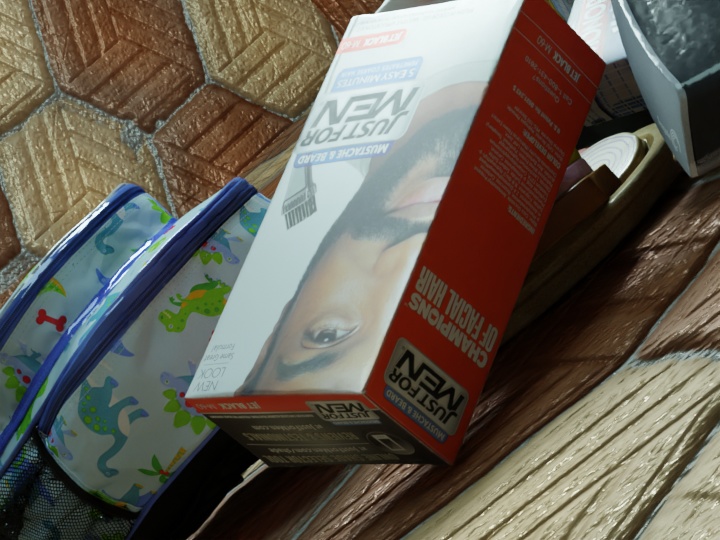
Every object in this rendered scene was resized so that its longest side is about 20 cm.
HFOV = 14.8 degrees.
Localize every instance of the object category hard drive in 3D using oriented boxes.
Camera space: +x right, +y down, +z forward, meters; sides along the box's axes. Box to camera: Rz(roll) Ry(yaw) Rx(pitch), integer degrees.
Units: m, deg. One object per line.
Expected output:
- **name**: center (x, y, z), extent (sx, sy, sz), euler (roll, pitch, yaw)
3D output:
- **hard drive**: center (0.166, -0.126, 1.157), extent (0.135, 0.042, 0.200), euler (-27, 30, 11)

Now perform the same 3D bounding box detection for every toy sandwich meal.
- **toy sandwich meal**: center (0.063, -0.020, 1.305), extent (0.205, 0.070, 0.205), euler (-41, 6, 5)

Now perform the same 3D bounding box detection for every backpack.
- **backpack**: center (-0.104, 0.047, 1.365), extent (0.200, 0.147, 0.183), euler (-51, -1, 42)

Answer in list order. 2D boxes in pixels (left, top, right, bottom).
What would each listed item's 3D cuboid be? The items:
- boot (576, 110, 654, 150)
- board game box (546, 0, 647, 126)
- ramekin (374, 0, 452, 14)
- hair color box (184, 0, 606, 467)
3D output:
- **boot**: center (0.123, -0.091, 1.477), extent (0.200, 0.069, 0.174), euler (-32, 0, 14)
- **board game box**: center (0.160, -0.134, 1.290), extent (0.200, 0.062, 0.200), euler (-18, 30, 27)
- **ramekin**: center (0.082, -0.138, 1.701), extent (0.200, 0.098, 0.200), euler (-43, -9, -9)
- **hair color box**: center (0.016, -0.018, 1.168), extent (0.111, 0.064, 0.200), euler (-5, 55, 45)
